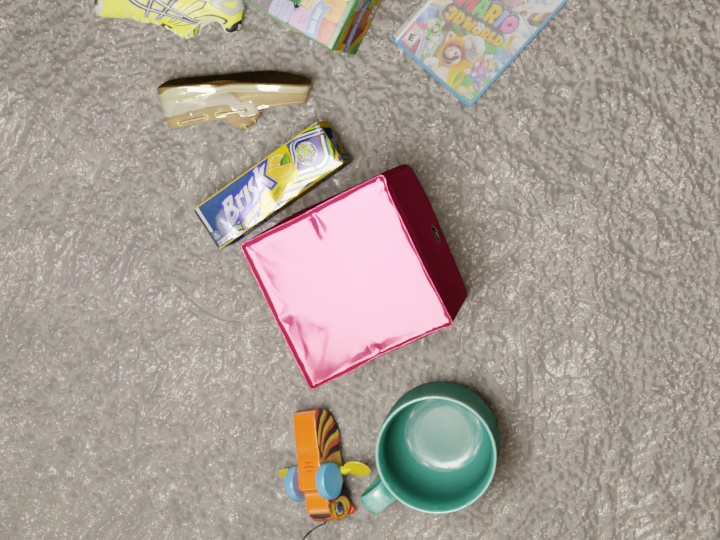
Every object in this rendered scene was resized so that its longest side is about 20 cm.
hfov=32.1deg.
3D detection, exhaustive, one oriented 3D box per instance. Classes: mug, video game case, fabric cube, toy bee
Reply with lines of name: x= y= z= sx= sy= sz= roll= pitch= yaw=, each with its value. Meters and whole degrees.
mug: x=0.086 y=0.221 z=1.594 sx=0.183 sy=0.114 sz=0.154 roll=-7 pitch=98 yaw=11
video game case: x=0.152 y=-0.313 z=1.511 sx=0.143 sy=0.018 sz=0.200 roll=35 pitch=105 yaw=-32
fabric cube: x=0.000 y=0.000 z=1.531 sx=0.199 sy=0.199 sz=0.198 roll=-24 pitch=93 yaw=12
toy bee: x=-0.052 y=0.286 z=1.646 sx=0.130 sy=0.108 sz=0.202 roll=15 pitch=85 yaw=34

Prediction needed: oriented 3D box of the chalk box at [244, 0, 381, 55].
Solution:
chalk box: x=-0.048 y=-0.341 z=1.485 sx=0.123 sy=0.200 sz=0.126 roll=29 pitch=102 yaw=4

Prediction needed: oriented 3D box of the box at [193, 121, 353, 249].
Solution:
box: x=-0.111 y=-0.109 z=1.598 sx=0.199 sy=0.070 sz=0.065 roll=-34 pitch=90 yaw=12

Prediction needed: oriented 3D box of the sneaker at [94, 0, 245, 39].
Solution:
sneaker: x=-0.243 y=-0.331 z=1.584 sx=0.198 sy=0.075 sz=0.077 roll=-3 pitch=98 yaw=11

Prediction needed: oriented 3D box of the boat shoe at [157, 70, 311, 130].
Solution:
boat shoe: x=-0.157 y=-0.214 z=1.595 sx=0.198 sy=0.074 sz=0.067 roll=-1 pitch=111 yaw=11
